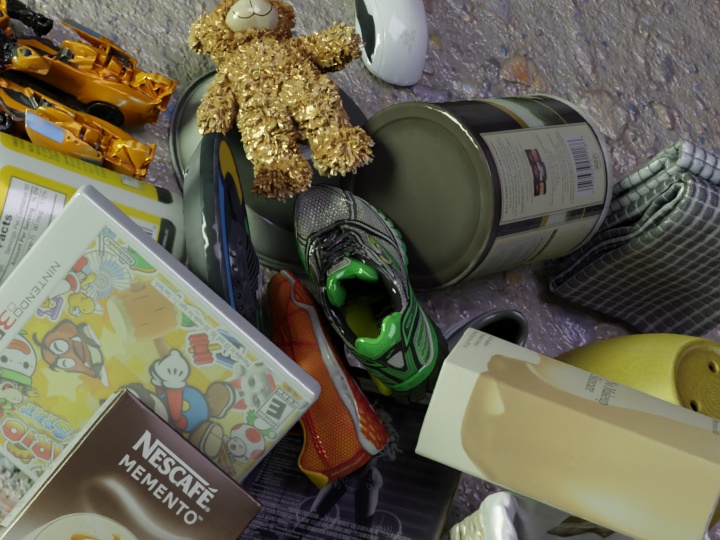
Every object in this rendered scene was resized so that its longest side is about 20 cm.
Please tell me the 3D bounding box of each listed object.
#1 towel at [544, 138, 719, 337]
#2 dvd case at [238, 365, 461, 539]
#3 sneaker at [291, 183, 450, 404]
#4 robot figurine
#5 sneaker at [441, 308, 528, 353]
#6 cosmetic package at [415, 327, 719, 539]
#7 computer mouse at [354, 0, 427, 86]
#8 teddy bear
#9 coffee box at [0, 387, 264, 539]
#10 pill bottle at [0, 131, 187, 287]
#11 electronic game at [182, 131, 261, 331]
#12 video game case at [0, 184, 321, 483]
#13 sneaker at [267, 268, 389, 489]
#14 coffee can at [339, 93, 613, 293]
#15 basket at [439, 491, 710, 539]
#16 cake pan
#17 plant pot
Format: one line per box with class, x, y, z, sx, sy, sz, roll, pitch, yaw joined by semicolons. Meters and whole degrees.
towel;0.277;-0.015;1.236;0.164;0.200;0.086;17;53;-27
dvd case;-0.007;0.155;1.011;0.147;0.016;0.201;11;50;16
sneaker;0.000;0.000;1.036;0.201;0.078;0.085;57;4;40
robot figurine;-0.243;-0.144;1.056;0.199;0.058;0.146;25;51;-20
sneaker;0.069;0.094;1.110;0.074;0.079;0.200;45;49;-5
cosmetic package;0.147;0.115;0.964;0.198;0.072;0.105;20;16;9
computer mouse;0.029;-0.266;1.323;0.109;0.044;0.202;6;60;-32
teddy bear;-0.065;-0.144;1.096;0.144;0.067;0.202;-11;65;10
coffee box;-0.168;0.182;0.843;0.114;0.080;0.200;40;75;-7
pill bottle;-0.227;-0.028;0.961;0.199;0.114;0.115;19;54;-23
electronic game;-0.091;0.002;0.996;0.041;0.200;0.202;-7;62;1
video game case;-0.156;0.076;0.910;0.200;0.182;0.023;41;18;-6
sneaker;-0.045;0.071;1.035;0.073;0.077;0.201;52;10;-39
coffee can;0.099;-0.068;1.156;0.199;0.146;0.147;-12;70;-52
basket;0.147;0.278;0.996;0.197;0.161;0.202;8;58;-30
cake pan;-0.060;-0.095;1.165;0.199;0.037;0.202;17;54;-25
plant pot;0.251;0.131;1.167;0.198;0.142;0.202;17;54;-25
